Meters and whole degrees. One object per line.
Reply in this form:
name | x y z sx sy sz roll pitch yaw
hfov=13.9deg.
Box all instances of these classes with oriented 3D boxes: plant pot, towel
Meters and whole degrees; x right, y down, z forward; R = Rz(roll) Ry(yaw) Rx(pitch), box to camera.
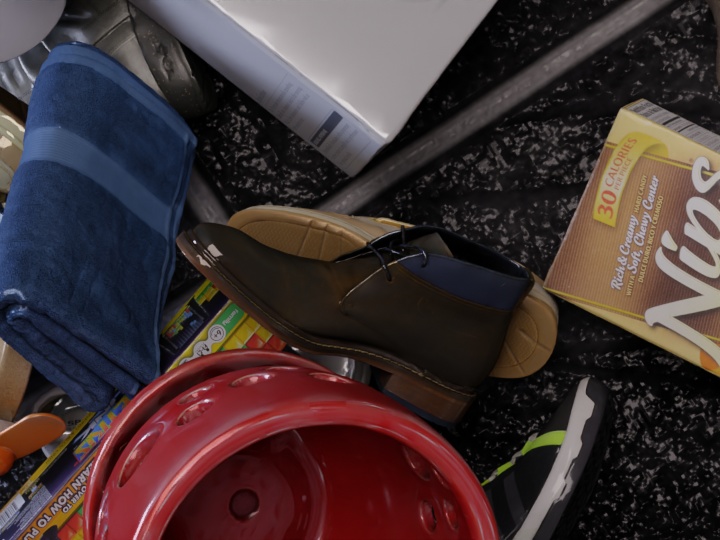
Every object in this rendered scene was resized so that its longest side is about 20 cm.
plant pot | -0.048 0.142 1.531 0.199 0.182 0.202 -4 103 -19
towel | -0.146 -0.029 1.625 0.048 0.112 0.201 -24 40 34

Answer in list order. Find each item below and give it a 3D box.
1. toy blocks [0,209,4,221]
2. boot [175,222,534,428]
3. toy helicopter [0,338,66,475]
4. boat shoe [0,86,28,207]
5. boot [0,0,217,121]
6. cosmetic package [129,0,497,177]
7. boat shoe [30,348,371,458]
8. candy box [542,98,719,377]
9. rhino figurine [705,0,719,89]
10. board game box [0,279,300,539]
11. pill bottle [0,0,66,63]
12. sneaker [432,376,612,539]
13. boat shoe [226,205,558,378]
toy blocks | -0.280 0.017 1.726 0.136 0.100 0.201 22 93 3
boot | 0.000 0.000 1.604 0.200 0.075 0.097 30 104 -27
toy helicopter | -0.212 0.090 1.655 0.079 0.132 0.201 9 122 -21
boat shoe | -0.232 -0.081 1.694 0.200 0.073 0.063 36 96 -2
boot | -0.179 -0.151 1.757 0.130 0.068 0.201 -26 74 8
cosmetic package | -0.014 -0.197 1.677 0.200 0.123 0.200 39 78 -3
boat shoe | -0.092 0.073 1.691 0.199 0.069 0.071 -16 73 3
candy box | 0.216 -0.001 1.651 0.199 0.055 0.116 26 106 12
rhino figurine | 0.242 -0.132 1.690 0.087 0.060 0.201 -15 77 22
board game box | -0.086 0.133 1.644 0.165 0.057 0.200 42 87 -20
pill bottle | -0.248 -0.215 1.724 0.111 0.111 0.200 -33 56 0
sneaker | 0.071 0.140 1.653 0.083 0.072 0.201 27 83 14
boat shoe | 0.019 0.007 1.691 0.199 0.069 0.074 19 111 5
